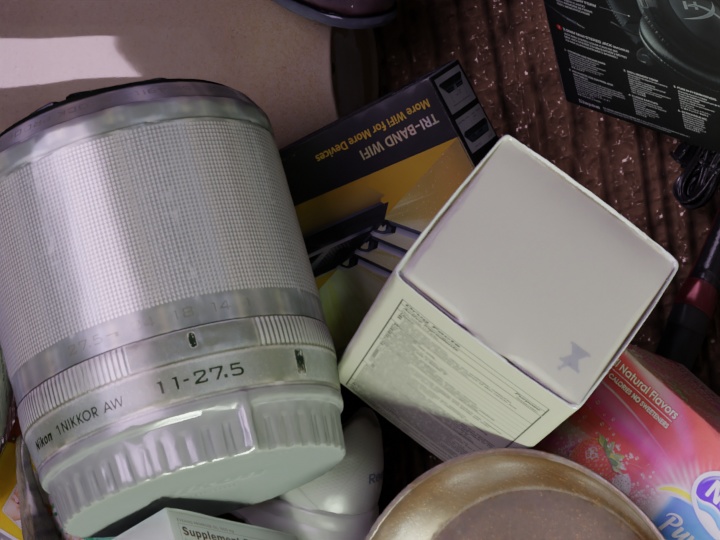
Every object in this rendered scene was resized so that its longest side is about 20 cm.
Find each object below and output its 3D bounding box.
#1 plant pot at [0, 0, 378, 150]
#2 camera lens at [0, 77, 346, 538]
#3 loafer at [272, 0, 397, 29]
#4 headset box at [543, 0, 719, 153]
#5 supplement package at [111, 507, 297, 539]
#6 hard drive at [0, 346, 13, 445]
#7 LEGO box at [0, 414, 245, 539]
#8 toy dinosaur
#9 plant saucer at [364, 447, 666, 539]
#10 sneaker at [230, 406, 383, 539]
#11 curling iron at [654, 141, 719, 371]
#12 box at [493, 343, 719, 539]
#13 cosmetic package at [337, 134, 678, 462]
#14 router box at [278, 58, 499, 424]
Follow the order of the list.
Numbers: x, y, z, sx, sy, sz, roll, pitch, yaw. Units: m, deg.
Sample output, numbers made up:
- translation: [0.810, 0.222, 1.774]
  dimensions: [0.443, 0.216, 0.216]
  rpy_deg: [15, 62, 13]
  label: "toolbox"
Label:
- translation: [-0.097, -0.110, 1.264]
  dimensions: [0.199, 0.187, 0.188]
  rpy_deg: [-1, 75, 18]
  label: "plant pot"
- translation: [-0.102, 0.016, 1.083]
  dimensions: [0.160, 0.160, 0.201]
  rpy_deg: [-24, 73, 27]
  label: "camera lens"
- translation: [-0.038, -0.199, 1.213]
  dimensions: [0.200, 0.072, 0.063]
  rpy_deg: [-131, 40, -50]
  label: "loafer"
- translation: [0.162, -0.154, 1.055]
  dimensions: [0.149, 0.200, 0.077]
  rpy_deg: [22, 58, 33]
  label: "headset box"
- translation: [-0.077, 0.235, 1.069]
  dimensions: [0.114, 0.109, 0.201]
  rpy_deg: [-33, 60, 25]
  label: "supplement package"
- translation: [-0.218, 0.016, 1.284]
  dimensions: [0.027, 0.132, 0.200]
  rpy_deg: [4, 43, 1]
  label: "hard drive"
- translation: [-0.140, 0.187, 1.253]
  dimensions: [0.200, 0.077, 0.149]
  rpy_deg: [27, 93, 37]
  label: "LEGO box"
- translation: [-0.182, 0.193, 1.205]
  dimensions: [0.088, 0.047, 0.200]
  rpy_deg: [-33, 59, 6]
  label: "toy dinosaur"
- translation: [0.079, 0.182, 1.006]
  dimensions: [0.200, 0.034, 0.201]
  rpy_deg: [-1, 88, 36]
  label: "plant saucer"
- translation: [-0.076, 0.090, 1.181]
  dimensions: [0.199, 0.075, 0.087]
  rpy_deg: [14, 105, 10]
  label: "sneaker"
- translation: [0.167, 0.017, 1.124]
  dimensions: [0.049, 0.026, 0.201]
  rpy_deg: [11, 85, 50]
  label: "curling iron"
- translation: [0.176, 0.136, 1.026]
  dimensions: [0.200, 0.095, 0.103]
  rpy_deg: [44, 102, 28]
  label: "box"
- translation: [0.062, 0.025, 1.020]
  dimensions: [0.103, 0.200, 0.087]
  rpy_deg: [38, 73, 1]
  label: "cosmetic package"
- translation: [0.000, 0.000, 1.180]
  dimensions: [0.200, 0.052, 0.158]
  rpy_deg: [-26, 96, 27]
  label: "router box"
